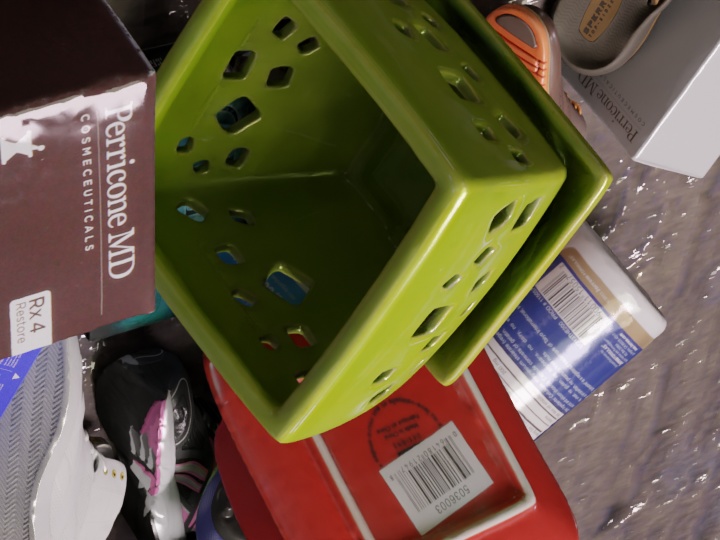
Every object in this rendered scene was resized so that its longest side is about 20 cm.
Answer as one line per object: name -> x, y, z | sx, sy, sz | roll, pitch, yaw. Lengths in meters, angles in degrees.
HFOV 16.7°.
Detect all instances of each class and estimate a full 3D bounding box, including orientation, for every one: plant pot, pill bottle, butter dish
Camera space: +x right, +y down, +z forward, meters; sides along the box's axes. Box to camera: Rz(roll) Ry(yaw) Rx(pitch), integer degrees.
plant pot -> 0.007, -0.049, 1.340 | 0.181, 0.200, 0.199 | -6, 140, -49
pill bottle -> 0.098, 0.058, 1.650 | 0.200, 0.111, 0.111 | -40, 143, 7
butter dish -> -0.007, 0.127, 1.448 | 0.199, 0.200, 0.148 | -20, 166, -41

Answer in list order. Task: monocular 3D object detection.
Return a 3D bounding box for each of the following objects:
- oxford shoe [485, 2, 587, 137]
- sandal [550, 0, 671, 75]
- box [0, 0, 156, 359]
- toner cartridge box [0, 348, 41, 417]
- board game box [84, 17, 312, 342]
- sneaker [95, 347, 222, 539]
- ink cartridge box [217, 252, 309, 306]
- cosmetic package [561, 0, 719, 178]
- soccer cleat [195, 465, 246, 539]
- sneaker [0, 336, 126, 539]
oxford shoe -> 0.103, -0.100, 1.534 | 0.073, 0.071, 0.201 | -37, 153, -27
sandal -> 0.157, -0.195, 1.451 | 0.054, 0.082, 0.200 | -26, 154, -46
box -> -0.224, -0.059, 1.230 | 0.199, 0.164, 0.167 | -17, 137, -22
toner cartridge box -> -0.237, 0.039, 1.408 | 0.095, 0.043, 0.201 | 19, 116, -33
board game box -> -0.100, -0.053, 1.446 | 0.135, 0.028, 0.201 | -16, 139, -23
sneaker -> -0.115, 0.107, 1.580 | 0.086, 0.080, 0.200 | -28, 154, -20
ink cartridge box -> 0.000, 0.000, 1.514 | 0.199, 0.068, 0.115 | -34, 149, -21
cosmetic package -> 0.220, -0.168, 1.511 | 0.071, 0.102, 0.200 | 10, 123, -43
soccer cleat -> -0.053, 0.108, 1.578 | 0.201, 0.064, 0.084 | -61, -174, -37
sneaker -> -0.192, 0.103, 1.519 | 0.116, 0.073, 0.201 | -31, 134, -65
